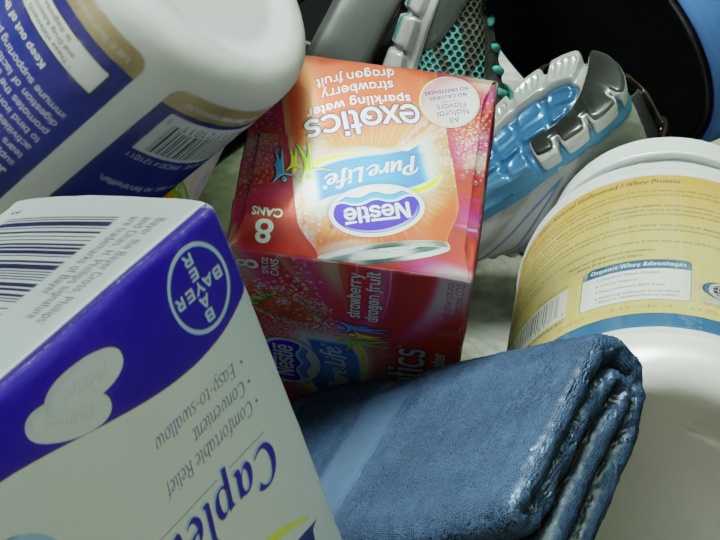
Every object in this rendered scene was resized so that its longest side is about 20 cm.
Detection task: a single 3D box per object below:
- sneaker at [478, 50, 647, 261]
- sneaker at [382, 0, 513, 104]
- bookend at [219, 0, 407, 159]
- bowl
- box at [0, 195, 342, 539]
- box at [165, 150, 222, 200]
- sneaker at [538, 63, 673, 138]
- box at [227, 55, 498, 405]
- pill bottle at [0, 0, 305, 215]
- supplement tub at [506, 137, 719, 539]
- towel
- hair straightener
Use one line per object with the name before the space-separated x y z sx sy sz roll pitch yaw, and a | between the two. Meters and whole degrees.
sneaker | 0.065 -0.027 0.905 0.199 0.087 0.075 -28 42 17
sneaker | 0.054 -0.099 0.952 0.091 0.201 0.078 21 19 -2
bookend | -0.064 -0.117 1.029 0.198 0.092 0.200 23 38 21
bowl | 0.134 -0.145 0.965 0.200 0.201 0.039 34 67 33
box | -0.101 0.106 0.569 0.105 0.201 0.184 2 33 38
box | -0.117 -0.094 0.853 0.101 0.113 0.201 22 69 6
sneaker | 0.168 -0.034 0.937 0.199 0.107 0.075 23 37 23
box | 0.000 0.000 0.763 0.099 0.200 0.096 8 65 2
pill bottle | -0.127 -0.063 0.686 0.116 0.200 0.116 36 34 -30
supplement tub | 0.138 0.040 0.789 0.144 0.145 0.200 10 35 5
towel | 0.018 0.085 0.687 0.200 0.049 0.112 -17 31 47
hair straightener | -0.035 -0.082 0.929 0.041 0.077 0.200 33 80 -1
